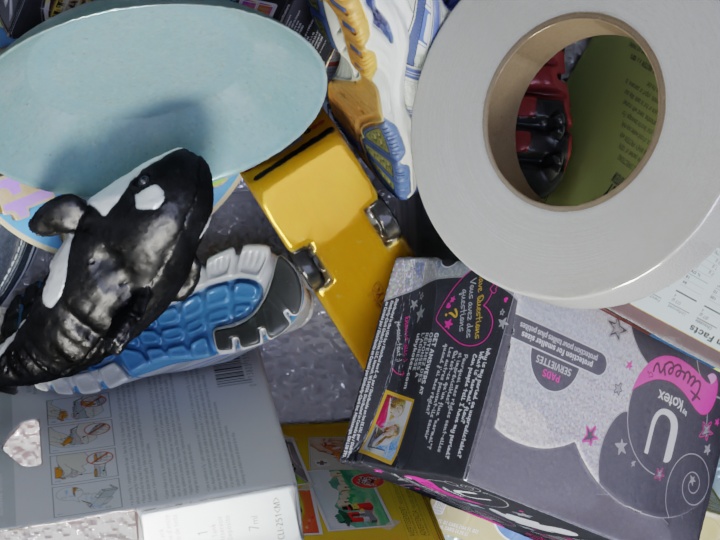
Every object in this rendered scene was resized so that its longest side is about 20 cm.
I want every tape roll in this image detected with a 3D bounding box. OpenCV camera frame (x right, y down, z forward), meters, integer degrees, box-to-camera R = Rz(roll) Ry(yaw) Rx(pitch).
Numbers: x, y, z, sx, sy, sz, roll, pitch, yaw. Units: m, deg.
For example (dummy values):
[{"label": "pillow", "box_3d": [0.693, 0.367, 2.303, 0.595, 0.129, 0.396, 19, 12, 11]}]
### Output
[{"label": "tape roll", "box_3d": [0.121, -0.081, 1.221, 0.203, 0.203, 0.037, -53, 149, 12]}]

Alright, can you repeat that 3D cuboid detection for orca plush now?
[{"label": "orca plush", "box_3d": [-0.154, 0.019, 1.292, 0.199, 0.071, 0.105, -32, 126, 13]}]

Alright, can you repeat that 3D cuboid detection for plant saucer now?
[{"label": "plant saucer", "box_3d": [-0.119, -0.104, 1.249, 0.200, 0.039, 0.201, -9, 154, -4]}]

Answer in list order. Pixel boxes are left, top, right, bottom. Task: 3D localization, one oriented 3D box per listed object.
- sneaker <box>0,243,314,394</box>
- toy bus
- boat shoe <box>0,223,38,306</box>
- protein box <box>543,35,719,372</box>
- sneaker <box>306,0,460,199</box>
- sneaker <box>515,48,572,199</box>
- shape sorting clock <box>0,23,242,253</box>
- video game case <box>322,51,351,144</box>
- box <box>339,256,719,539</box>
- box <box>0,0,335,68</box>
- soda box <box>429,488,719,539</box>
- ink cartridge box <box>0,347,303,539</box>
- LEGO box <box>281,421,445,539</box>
[{"label": "sneaker", "box_3d": [-0.119, 0.036, 1.389, 0.199, 0.087, 0.075, -8, 80, 14]}, {"label": "toy bus", "box_3d": [0.000, 0.000, 1.378, 0.065, 0.078, 0.200, -33, 121, -2]}, {"label": "boat shoe", "box_3d": [-0.247, 0.029, 1.350, 0.071, 0.091, 0.201, 31, 103, -20]}, {"label": "protein box", "box_3d": [0.205, -0.067, 1.323, 0.134, 0.199, 0.201, 27, 99, -18]}, {"label": "sneaker", "box_3d": [0.030, -0.120, 1.304, 0.088, 0.075, 0.200, -35, 149, -16]}, {"label": "sneaker", "box_3d": [0.089, -0.137, 1.335, 0.070, 0.098, 0.202, 7, 87, -10]}, {"label": "shape sorting clock", "box_3d": [-0.143, -0.103, 1.327, 0.199, 0.039, 0.201, -7, 108, -20]}, {"label": "video game case", "box_3d": [0.035, -0.176, 1.358, 0.142, 0.018, 0.201, -5, 112, -7]}, {"label": "box", "box_3d": [0.109, 0.083, 1.337, 0.199, 0.114, 0.133, 25, 76, -39]}, {"label": "box", "box_3d": [-0.076, -0.202, 1.248, 0.198, 0.050, 0.201, 8, 124, -32]}, {"label": "soda box", "box_3d": [0.133, 0.149, 1.478, 0.199, 0.064, 0.068, 18, 107, -15]}, {"label": "ink cartridge box", "box_3d": [-0.132, 0.109, 1.342, 0.172, 0.200, 0.044, -9, 114, -6]}, {"label": "LEGO box", "box_3d": [-0.034, 0.168, 1.382, 0.148, 0.200, 0.078, -2, 111, -8]}]
